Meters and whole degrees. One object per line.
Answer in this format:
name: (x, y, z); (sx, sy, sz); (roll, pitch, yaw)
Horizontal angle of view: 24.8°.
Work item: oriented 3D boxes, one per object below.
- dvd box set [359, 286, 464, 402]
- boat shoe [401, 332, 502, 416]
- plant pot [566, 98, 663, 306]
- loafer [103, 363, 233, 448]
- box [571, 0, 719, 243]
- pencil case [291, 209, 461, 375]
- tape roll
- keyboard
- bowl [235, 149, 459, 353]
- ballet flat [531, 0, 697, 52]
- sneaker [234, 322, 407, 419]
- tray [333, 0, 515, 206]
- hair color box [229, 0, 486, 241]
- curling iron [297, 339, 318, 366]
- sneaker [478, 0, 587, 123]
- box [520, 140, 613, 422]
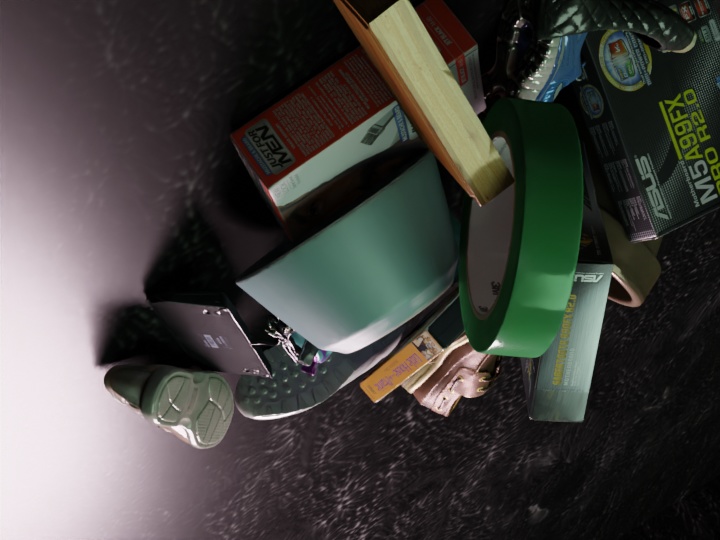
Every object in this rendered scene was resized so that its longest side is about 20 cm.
dvd box set: (0.083, 0.049, 1.589); (0.146, 0.029, 0.200); (-44, 179, -25)
boat shoe: (0.115, 0.088, 1.651); (0.072, 0.068, 0.200); (-43, 179, -38)
plant pot: (0.236, -0.090, 1.588); (0.175, 0.200, 0.200); (-54, 158, -5)
loafer: (-0.176, 0.118, 1.532); (0.200, 0.062, 0.072); (44, 65, -70)
box: (0.281, -0.147, 1.502); (0.159, 0.202, 0.044); (-23, -175, -29)
pencil case: (0.015, 0.010, 1.545); (0.199, 0.085, 0.093); (-28, 113, -20)
tape roll: (0.123, -0.034, 1.292); (0.048, 0.202, 0.201); (6, 145, -9)
keyboard: (-0.108, 0.058, 1.465); (0.126, 0.021, 0.200); (6, 161, 11)
bowl: (0.004, -0.005, 1.377); (0.200, 0.105, 0.201); (-34, -175, 3)
ballet flat: (0.207, -0.204, 1.351); (0.199, 0.066, 0.057); (7, 103, -43)
sneaker: (-0.039, 0.100, 1.670); (0.199, 0.077, 0.081); (-28, 165, -19)
tray: (0.039, -0.141, 1.183); (0.037, 0.099, 0.200); (-37, 134, 1)
hair color box: (0.002, -0.120, 1.311); (0.199, 0.064, 0.111); (-34, 158, -5)
curling iron: (0.000, 0.000, 1.476); (0.201, 0.049, 0.026); (-57, 180, -18)
sneaker: (0.154, -0.164, 1.431); (0.089, 0.079, 0.201); (-19, 151, -32)
box: (0.166, 0.004, 1.388); (0.048, 0.201, 0.160); (4, 124, -3)
